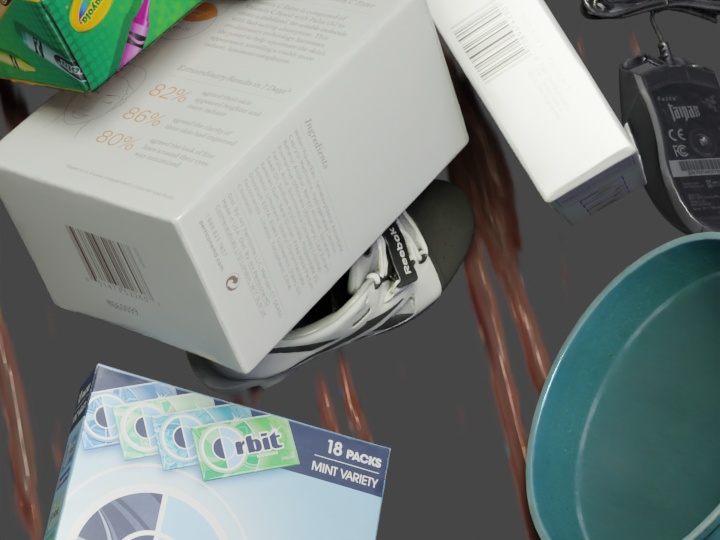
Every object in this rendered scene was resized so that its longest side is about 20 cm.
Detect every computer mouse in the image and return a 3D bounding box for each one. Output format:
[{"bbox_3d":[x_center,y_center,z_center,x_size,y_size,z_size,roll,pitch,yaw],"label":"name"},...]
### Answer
[{"bbox_3d":[0.221,-0.102,1.190,0.140,0.046,0.200,-10,69,-30],"label":"computer mouse"}]

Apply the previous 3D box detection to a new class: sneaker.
[{"bbox_3d":[0.000,0.000,1.033,0.200,0.089,0.074,-34,84,-30],"label":"sneaker"}]

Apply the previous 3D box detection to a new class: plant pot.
[{"bbox_3d":[0.228,0.108,1.033,0.188,0.200,0.200,28,61,-27],"label":"plant pot"}]

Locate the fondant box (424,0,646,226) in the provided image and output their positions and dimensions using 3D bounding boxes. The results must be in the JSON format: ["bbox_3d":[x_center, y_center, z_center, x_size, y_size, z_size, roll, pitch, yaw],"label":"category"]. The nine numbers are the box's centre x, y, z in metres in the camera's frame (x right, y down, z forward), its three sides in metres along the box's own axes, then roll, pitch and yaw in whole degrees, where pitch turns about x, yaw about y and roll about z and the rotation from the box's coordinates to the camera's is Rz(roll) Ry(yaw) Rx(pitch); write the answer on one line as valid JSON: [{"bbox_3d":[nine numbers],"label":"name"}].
[{"bbox_3d":[0.100,-0.104,1.054,0.058,0.200,0.144,-32,83,9],"label":"fondant box"}]

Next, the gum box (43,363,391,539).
[{"bbox_3d":[-0.082,0.168,0.957,0.170,0.045,0.200,18,63,-15],"label":"gum box"}]

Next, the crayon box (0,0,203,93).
[{"bbox_3d":[-0.168,-0.158,0.965,0.119,0.200,0.058,-45,127,-27],"label":"crayon box"}]

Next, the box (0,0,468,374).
[{"bbox_3d":[-0.067,-0.064,0.979,0.200,0.152,0.106,-46,134,-29],"label":"box"}]
